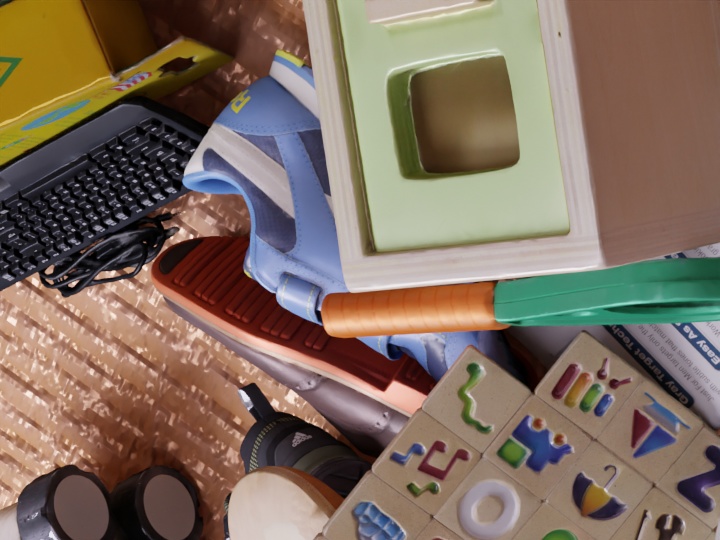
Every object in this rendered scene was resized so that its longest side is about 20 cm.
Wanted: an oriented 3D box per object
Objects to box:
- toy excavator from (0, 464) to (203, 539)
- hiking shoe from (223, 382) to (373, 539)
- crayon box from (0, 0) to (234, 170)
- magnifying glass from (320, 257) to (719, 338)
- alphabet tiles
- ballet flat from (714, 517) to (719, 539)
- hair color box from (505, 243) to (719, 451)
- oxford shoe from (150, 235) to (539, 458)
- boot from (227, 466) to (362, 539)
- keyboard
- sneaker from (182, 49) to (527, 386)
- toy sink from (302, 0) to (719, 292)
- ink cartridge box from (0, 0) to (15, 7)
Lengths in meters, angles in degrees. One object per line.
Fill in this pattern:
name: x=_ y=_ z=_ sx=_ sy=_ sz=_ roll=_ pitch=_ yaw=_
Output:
toy excavator: x=-0.113 y=0.210 z=1.129 sx=0.100 sy=0.194 sz=0.201 roll=-24 pitch=72 yaw=36
hiking shoe: x=-0.022 y=0.145 z=1.083 sx=0.101 sy=0.075 sz=0.201 roll=47 pitch=149 yaw=42
crayon box: x=-0.163 y=-0.077 z=0.972 sx=0.199 sy=0.127 sz=0.051 roll=-24 pitch=89 yaw=6
magnifying glass: x=0.076 y=0.011 z=0.867 sx=0.199 sy=0.079 sz=0.023 roll=-6 pitch=81 yaw=28
alphabet tiles: x=0.068 y=0.131 z=0.913 sx=0.166 sy=0.006 sz=0.200 roll=36 pitch=98 yaw=-13
ballet flat: x=0.179 y=0.100 z=0.872 sx=0.068 sy=0.069 sz=0.201 roll=11 pitch=118 yaw=-12
hair color box: x=0.159 y=-0.013 z=0.897 sx=0.100 sy=0.061 sz=0.200 roll=46 pitch=127 yaw=3
oxford shoe: x=-0.014 y=0.047 z=1.023 sx=0.199 sy=0.071 sz=0.073 roll=26 pitch=134 yaw=21
boot: x=0.031 y=0.139 z=0.992 sx=0.071 sy=0.144 sz=0.202 roll=-28 pitch=104 yaw=35
keyboard: x=-0.138 y=-0.017 z=1.043 sx=0.199 sy=0.104 sz=0.040 roll=-24 pitch=59 yaw=36
sneaker: x=0.000 y=0.000 z=0.961 sx=0.082 sy=0.074 sz=0.200 roll=-37 pitch=74 yaw=-2
toy sink: x=0.056 y=-0.100 z=0.839 sx=0.130 sy=0.112 sz=0.201 roll=-5 pitch=94 yaw=42
ink cartridge box: x=-0.190 y=-0.140 z=0.979 sx=0.199 sy=0.145 sz=0.084 roll=-25 pitch=91 yaw=36
